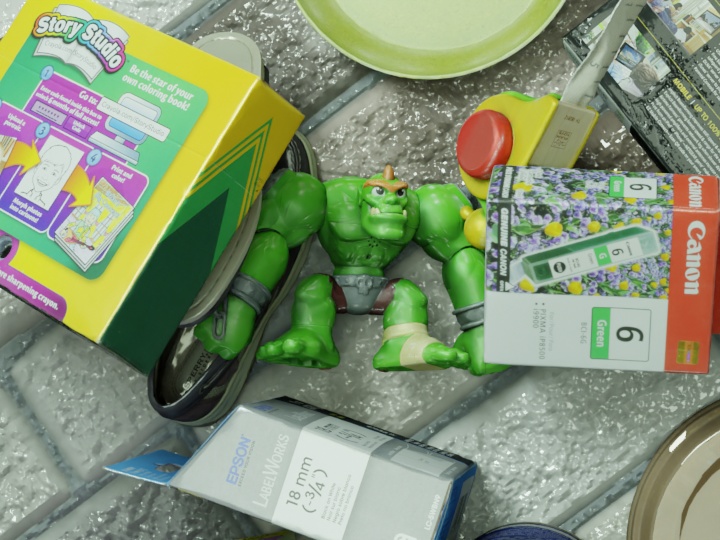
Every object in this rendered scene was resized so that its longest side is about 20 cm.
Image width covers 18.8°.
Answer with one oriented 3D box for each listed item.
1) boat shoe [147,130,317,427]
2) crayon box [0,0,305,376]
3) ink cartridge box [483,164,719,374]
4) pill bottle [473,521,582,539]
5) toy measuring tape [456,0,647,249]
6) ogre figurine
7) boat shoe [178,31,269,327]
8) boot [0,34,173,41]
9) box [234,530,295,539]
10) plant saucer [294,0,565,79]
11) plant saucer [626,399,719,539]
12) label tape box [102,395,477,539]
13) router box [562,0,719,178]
[{"bbox_3d":[-0.082,0.003,1.361,0.071,0.065,0.201,23,92,10],"label":"boat shoe"},{"bbox_3d":[-0.155,-0.059,1.262,0.199,0.058,0.173,27,82,38],"label":"crayon box"},{"bbox_3d":[0.172,0.002,1.268,0.198,0.050,0.110,3,117,7],"label":"ink cartridge box"},{"bbox_3d":[0.091,0.211,1.262,0.115,0.200,0.117,0,88,8],"label":"pill bottle"},{"bbox_3d":[0.109,-0.104,1.302,0.073,0.074,0.201,30,109,8],"label":"toy measuring tape"},{"bbox_3d":[0.000,0.000,1.331,0.198,0.098,0.121,0,79,1],"label":"ogre figurine"},{"bbox_3d":[-0.087,-0.046,1.307,0.072,0.063,0.201,2,59,10],"label":"boat shoe"},{"bbox_3d":[-0.183,-0.066,1.364,0.145,0.070,0.202,-6,70,23],"label":"boot"},{"bbox_3d":[-0.130,0.226,1.296,0.174,0.200,0.098,-12,87,9],"label":"box"},{"bbox_3d":[0.045,-0.219,1.364,0.198,0.031,0.202,0,89,8],"label":"plant saucer"},{"bbox_3d":[0.261,0.171,1.325,0.198,0.029,0.202,0,90,9],"label":"plant saucer"},{"bbox_3d":[-0.037,0.117,1.312,0.199,0.144,0.064,18,92,8],"label":"label tape box"},{"bbox_3d":[0.240,-0.107,1.320,0.149,0.051,0.200,-38,84,4],"label":"router box"}]
